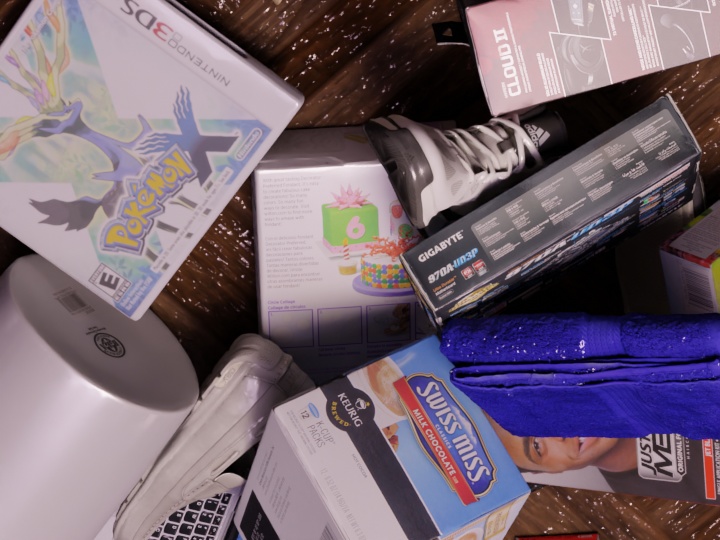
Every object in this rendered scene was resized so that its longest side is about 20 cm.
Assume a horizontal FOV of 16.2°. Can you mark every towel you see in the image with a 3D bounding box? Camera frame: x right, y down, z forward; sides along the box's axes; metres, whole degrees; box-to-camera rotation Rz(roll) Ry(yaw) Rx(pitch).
[{"bbox_3d":[0.162,0.075,1.602,0.199,0.050,0.148,-1,152,28],"label":"towel"}]

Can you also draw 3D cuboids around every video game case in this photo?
[{"bbox_3d":[-0.166,-0.091,1.668,0.182,0.022,0.200,36,113,-8],"label":"video game case"}]

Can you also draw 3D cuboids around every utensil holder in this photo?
[{"bbox_3d":[-0.228,0.114,1.727,0.170,0.170,0.200,31,112,-22],"label":"utensil holder"}]

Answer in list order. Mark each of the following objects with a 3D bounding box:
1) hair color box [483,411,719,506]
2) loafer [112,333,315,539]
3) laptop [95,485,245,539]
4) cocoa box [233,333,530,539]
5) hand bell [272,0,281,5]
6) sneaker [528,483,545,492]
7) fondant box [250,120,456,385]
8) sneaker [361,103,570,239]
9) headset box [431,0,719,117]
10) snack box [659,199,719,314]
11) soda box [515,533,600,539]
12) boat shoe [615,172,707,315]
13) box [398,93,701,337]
[{"bbox_3d":[0.166,0.094,1.719,0.199,0.061,0.102,5,118,25],"label":"hair color box"},{"bbox_3d":[-0.105,0.130,1.757,0.070,0.070,0.200,35,122,-7],"label":"loafer"},{"bbox_3d":[-0.134,0.251,1.851,0.199,0.116,0.188,15,118,-15],"label":"laptop"},{"bbox_3d":[0.011,0.159,1.711,0.131,0.134,0.200,-23,159,-21],"label":"cocoa box"},{"bbox_3d":[-0.120,-0.253,1.576,0.199,0.104,0.104,24,117,-6],"label":"hand bell"},{"bbox_3d":[0.124,0.110,1.831,0.072,0.073,0.200,0,143,-50],"label":"sneaker"},{"bbox_3d":[0.000,0.000,1.747,0.143,0.058,0.201,-4,122,-4],"label":"fondant box"},{"bbox_3d":[0.070,-0.080,1.583,0.115,0.200,0.076,-28,83,3],"label":"sneaker"},{"bbox_3d":[0.144,-0.170,1.600,0.199,0.149,0.078,-14,109,3],"label":"headset box"},{"bbox_3d":[0.285,0.037,1.762,0.142,0.053,0.201,-34,127,-29],"label":"snack box"},{"bbox_3d":[0.152,0.300,1.942,0.070,0.064,0.201,-2,122,-4],"label":"soda box"},{"bbox_3d":[0.225,0.007,1.783,0.067,0.072,0.201,-26,121,-36],"label":"boat shoe"},{"bbox_3d":[0.125,-0.028,1.641,0.199,0.159,0.046,-31,79,0],"label":"box"}]
